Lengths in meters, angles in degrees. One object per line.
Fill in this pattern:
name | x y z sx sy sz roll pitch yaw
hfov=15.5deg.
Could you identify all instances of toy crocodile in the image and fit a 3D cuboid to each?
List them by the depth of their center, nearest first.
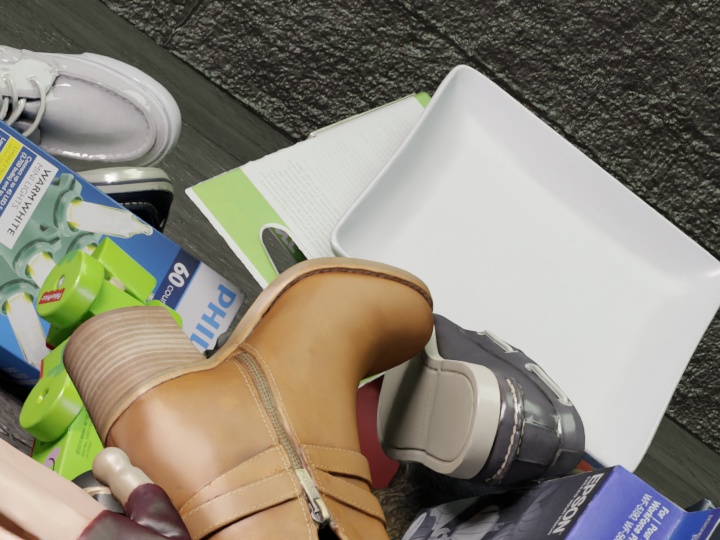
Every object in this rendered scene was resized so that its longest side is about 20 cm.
toy crocodile | -0.132 0.057 1.287 0.067 0.062 0.200 33 37 -27

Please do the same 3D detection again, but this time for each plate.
plate | 0.091 0.001 1.425 0.199 0.032 0.200 38 41 -2

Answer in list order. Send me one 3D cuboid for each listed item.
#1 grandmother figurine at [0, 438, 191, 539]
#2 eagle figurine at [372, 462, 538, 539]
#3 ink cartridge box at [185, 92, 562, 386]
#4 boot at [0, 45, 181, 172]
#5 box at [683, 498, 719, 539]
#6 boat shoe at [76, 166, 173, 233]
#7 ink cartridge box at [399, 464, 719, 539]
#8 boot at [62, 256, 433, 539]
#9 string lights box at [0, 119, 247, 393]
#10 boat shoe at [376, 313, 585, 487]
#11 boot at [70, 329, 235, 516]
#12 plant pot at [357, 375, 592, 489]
grandmother figurine | -0.112 0.114 1.045 0.199 0.121 0.061 29 -35 6
eagle figurine | 0.024 0.159 1.361 0.200 0.151 0.152 30 -9 30
ink cartridge box | 0.000 0.000 1.443 0.200 0.076 0.148 -24 69 -44
boot | -0.202 -0.087 1.450 0.199 0.074 0.096 11 16 3
box | 0.215 0.254 1.484 0.200 0.149 0.107 38 -28 -8
boat shoe | -0.147 -0.010 1.513 0.074 0.063 0.200 -4 -18 -17
ink cartridge box | 0.067 0.139 1.162 0.039 0.100 0.200 48 -33 -16
boot | -0.017 0.073 1.162 0.199 0.077 0.155 -4 45 -41
string lights box | -0.170 0.001 1.390 0.200 0.103 0.059 35 -19 -21
boat shoe | 0.054 0.064 1.260 0.062 0.073 0.200 12 5 -13
boot | -0.075 0.081 1.235 0.200 0.077 0.139 22 50 -51
plant pot | 0.037 0.103 1.565 0.178 0.200 0.200 53 14 30
